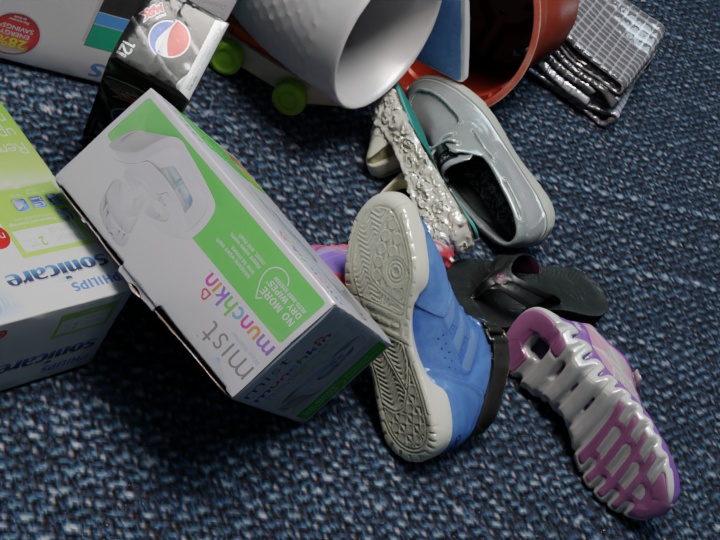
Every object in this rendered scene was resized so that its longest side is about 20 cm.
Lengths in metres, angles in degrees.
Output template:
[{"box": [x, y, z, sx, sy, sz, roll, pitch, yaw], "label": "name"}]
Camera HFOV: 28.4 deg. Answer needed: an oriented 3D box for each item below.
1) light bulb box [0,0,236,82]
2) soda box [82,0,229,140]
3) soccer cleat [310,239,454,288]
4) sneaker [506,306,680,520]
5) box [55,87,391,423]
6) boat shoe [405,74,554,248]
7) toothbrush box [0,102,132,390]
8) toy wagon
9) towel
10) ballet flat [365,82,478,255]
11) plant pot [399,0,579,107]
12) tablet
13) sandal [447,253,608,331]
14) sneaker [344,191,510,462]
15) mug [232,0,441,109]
[{"box": [-0.227, -0.271, 1.208, 0.197, 0.125, 0.201, 11, 42, -30], "label": "light bulb box"}, {"box": [-0.156, -0.139, 1.061, 0.063, 0.200, 0.071, 28, 74, -9], "label": "soda box"}, {"box": [0.000, 0.000, 1.148, 0.199, 0.067, 0.076, -20, 59, -45], "label": "soccer cleat"}, {"box": [0.206, 0.112, 1.180, 0.088, 0.081, 0.201, 1, 48, -48], "label": "sneaker"}, {"box": [-0.092, -0.003, 0.986, 0.200, 0.097, 0.176, 49, 2, 18], "label": "box"}, {"box": [0.101, -0.104, 1.331, 0.201, 0.070, 0.071, 53, 34, 16], "label": "boat shoe"}, {"box": [-0.270, -0.021, 0.937, 0.145, 0.086, 0.200, -15, 61, -47], "label": "toothbrush box"}, {"box": [-0.093, -0.228, 1.339, 0.199, 0.040, 0.155, 32, 37, -6], "label": "toy wagon"}, {"box": [0.240, -0.272, 1.613, 0.200, 0.086, 0.166, 38, 37, 2], "label": "towel"}, {"box": [0.040, -0.090, 1.276, 0.071, 0.072, 0.201, 5, 46, -35], "label": "ballet flat"}, {"box": [0.121, -0.270, 1.443, 0.201, 0.201, 0.195, 43, 29, 10], "label": "plant pot"}, {"box": [0.019, -0.261, 1.337, 0.199, 0.130, 0.014, 30, 63, 22], "label": "tablet"}, {"box": [0.148, 0.011, 1.262, 0.200, 0.048, 0.076, -2, 51, -40], "label": "sandal"}, {"box": [0.057, 0.037, 1.092, 0.111, 0.076, 0.201, -11, 89, -49], "label": "sneaker"}, {"box": [-0.031, -0.246, 1.275, 0.175, 0.148, 0.200, 37, 5, 21], "label": "mug"}]
